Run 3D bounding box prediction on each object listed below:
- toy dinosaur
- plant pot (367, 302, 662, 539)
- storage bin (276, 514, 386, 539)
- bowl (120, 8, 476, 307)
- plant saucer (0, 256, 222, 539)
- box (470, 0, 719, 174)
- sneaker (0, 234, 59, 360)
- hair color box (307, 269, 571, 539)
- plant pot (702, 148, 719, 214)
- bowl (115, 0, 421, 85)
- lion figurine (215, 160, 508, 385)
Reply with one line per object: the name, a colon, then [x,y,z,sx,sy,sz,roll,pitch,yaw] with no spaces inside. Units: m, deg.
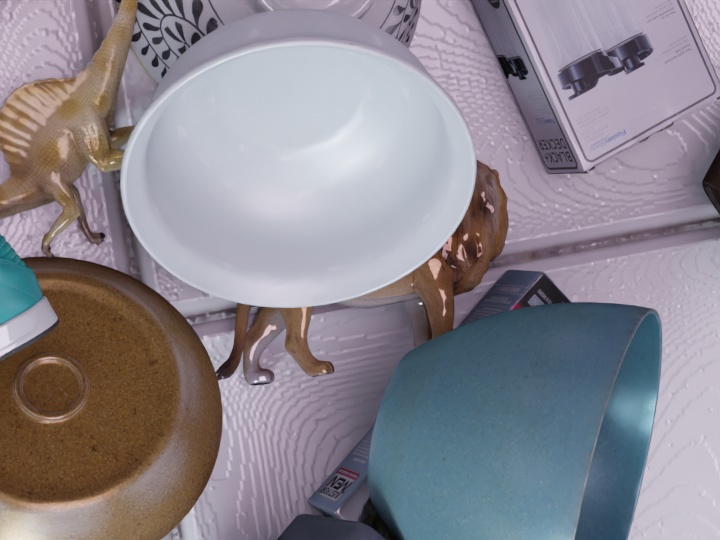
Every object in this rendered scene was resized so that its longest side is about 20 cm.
toy dinosaur: [-0.158,-0.080,1.103,0.101,0.058,0.200,37,87,-24]
plant pot: [0.082,0.106,1.082,0.134,0.200,0.201,13,87,17]
storage bin: [0.002,0.237,1.066,0.200,0.145,0.135,44,67,-22]
bowl: [-0.038,-0.078,1.079,0.200,0.091,0.202,-5,136,-4]
plant saucer: [-0.175,0.072,1.069,0.199,0.035,0.201,5,61,-9]
box: [0.135,-0.174,1.208,0.116,0.060,0.201,-30,100,-16]
sneaker: [-0.270,0.019,0.992,0.199,0.084,0.121,-27,98,-20]
hair color box: [0.072,0.105,1.193,0.099,0.061,0.200,45,79,-14]
plant pot: [0.326,-0.088,1.229,0.200,0.187,0.187,-42,104,2]
bowl: [-0.040,-0.181,1.130,0.199,0.094,0.202,-1,92,-20]
lion figurine: [0.000,0.000,1.162,0.199,0.072,0.123,-7,86,-14]
